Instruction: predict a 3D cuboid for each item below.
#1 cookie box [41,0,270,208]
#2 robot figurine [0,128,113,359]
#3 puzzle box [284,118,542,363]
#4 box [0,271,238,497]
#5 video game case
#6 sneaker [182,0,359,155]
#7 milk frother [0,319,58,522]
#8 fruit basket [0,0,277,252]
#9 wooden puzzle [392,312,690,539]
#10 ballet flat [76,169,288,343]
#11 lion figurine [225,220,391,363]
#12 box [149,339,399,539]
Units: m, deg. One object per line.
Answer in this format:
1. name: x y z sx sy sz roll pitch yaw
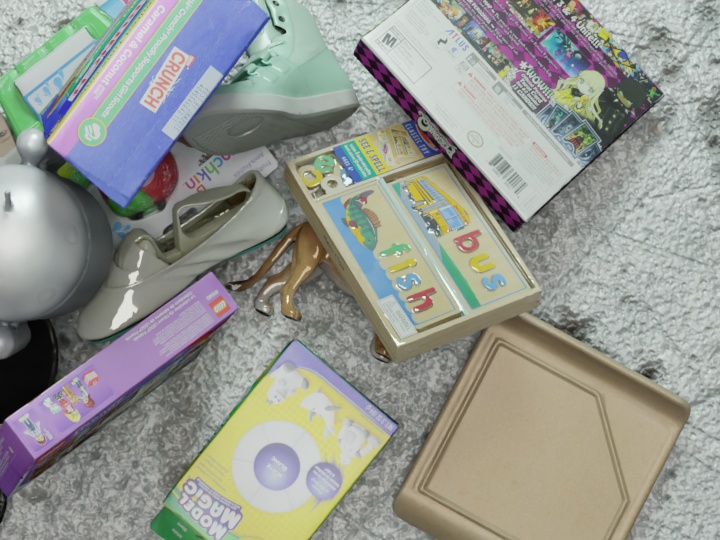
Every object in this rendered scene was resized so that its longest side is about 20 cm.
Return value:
1. cookie box: -0.156 -0.147 1.161 0.075 0.200 0.172 38 91 -17
2. robot figurine: -0.250 -0.019 1.178 0.112 0.200 0.171 7 89 2
3. puzzle box: 0.040 -0.030 1.261 0.132 0.026 0.201 -20 59 -20
4. box: -0.195 0.089 1.224 0.200 0.137 0.039 -37 87 -28
5. video game case: 0.123 -0.161 1.297 0.181 0.036 0.200 -42 87 -23
6. sneaker: -0.092 -0.163 1.264 0.074 0.200 0.119 -32 81 34
7. milk frother: -0.349 0.121 1.231 0.180 0.188 0.202 -20 83 27
8. fruit basket: -0.198 -0.108 1.296 0.185 0.094 0.200 -38 90 -2
9. wooden puzzle: 0.149 0.155 1.308 0.184 0.037 0.201 28 91 2
10. ballet flat: -0.150 -0.019 1.269 0.199 0.069 0.070 -32 87 -15
11. lion figurine: 0.000 0.000 1.299 0.199 0.072 0.123 21 81 5
12. box: -0.074 0.169 1.300 0.117 0.048 0.200 39 89 3
